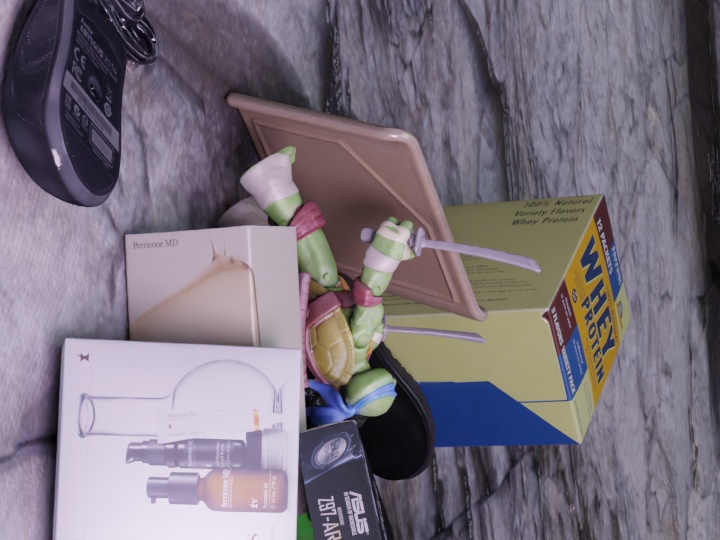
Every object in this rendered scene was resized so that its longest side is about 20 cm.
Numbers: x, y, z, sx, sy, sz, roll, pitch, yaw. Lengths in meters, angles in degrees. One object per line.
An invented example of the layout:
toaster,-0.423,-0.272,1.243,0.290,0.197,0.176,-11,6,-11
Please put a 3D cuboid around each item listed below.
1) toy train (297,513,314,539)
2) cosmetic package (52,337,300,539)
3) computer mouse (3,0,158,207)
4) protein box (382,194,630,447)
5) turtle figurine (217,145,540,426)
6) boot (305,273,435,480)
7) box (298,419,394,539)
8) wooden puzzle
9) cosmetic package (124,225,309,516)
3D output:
toy train,-0.032,0.211,1.409,0.200,0.042,0.056,13,64,-64
cosmetic package,-0.116,0.146,1.108,0.052,0.151,0.200,137,-46,-76
computer mouse,-0.185,-0.120,1.117,0.139,0.053,0.200,59,25,-46
protein box,0.110,0.044,1.548,0.200,0.198,0.135,-57,137,-53
turtle figurine,0.000,0.000,1.295,0.194,0.200,0.144,52,1,12
boot,-0.017,0.122,1.398,0.211,0.079,0.158,60,27,-26
box,0.007,0.224,1.173,0.160,0.043,0.200,74,2,-51
wooden puzzle,0.002,-0.053,1.351,0.037,0.185,0.200,-49,133,-25
cosmetic package,-0.097,0.071,1.211,0.073,0.103,0.200,-3,88,-65
